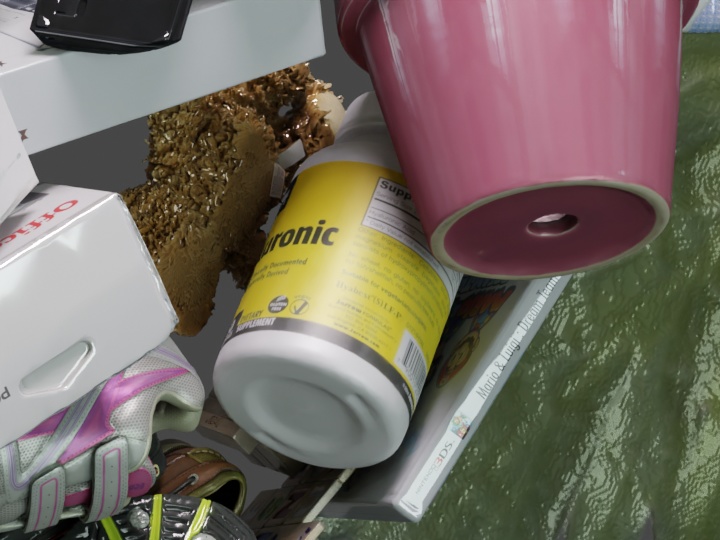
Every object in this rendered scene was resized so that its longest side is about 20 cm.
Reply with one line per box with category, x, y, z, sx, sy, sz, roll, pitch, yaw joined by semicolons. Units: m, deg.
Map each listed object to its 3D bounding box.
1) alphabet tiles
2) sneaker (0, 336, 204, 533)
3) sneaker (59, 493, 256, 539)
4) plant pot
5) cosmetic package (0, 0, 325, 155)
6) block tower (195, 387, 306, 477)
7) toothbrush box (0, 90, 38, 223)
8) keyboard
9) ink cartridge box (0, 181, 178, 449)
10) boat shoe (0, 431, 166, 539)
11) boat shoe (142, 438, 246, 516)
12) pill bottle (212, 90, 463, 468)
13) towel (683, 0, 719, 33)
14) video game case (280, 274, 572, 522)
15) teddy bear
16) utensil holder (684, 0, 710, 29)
alphabet tiles;-0.069;0.170;1.538;0.008;0.167;0.200;44;71;-10
sneaker;-0.155;0.095;1.434;0.088;0.081;0.200;41;64;9
sneaker;-0.150;0.182;1.485;0.199;0.076;0.076;-21;70;-10
plant pot;0.089;-0.101;1.447;0.199;0.200;0.180;12;61;-36
cosmetic package;-0.142;-0.123;1.442;0.199;0.151;0.052;-22;119;-32
block tower;-0.016;0.031;1.619;0.200;0.054;0.058;-52;121;-17
toothbrush box;-0.278;-0.071;1.321;0.085;0.199;0.147;-58;134;-58
keyboard;-0.128;-0.203;1.378;0.021;0.126;0.201;70;31;-67
ink cartridge box;-0.208;0.021;1.389;0.145;0.200;0.085;-34;115;-27
boat shoe;-0.190;0.140;1.499;0.201;0.074;0.063;-38;117;-25
boat shoe;-0.139;0.182;1.545;0.072;0.068;0.200;42;74;-34
pill bottle;0.000;0.000;1.521;0.111;0.111;0.201;46;49;-31
towel;0.248;-0.229;1.788;0.199;0.024;0.148;-4;100;-35
video game case;0.037;0.062;1.575;0.024;0.200;0.182;37;75;-15
teddy bear;-0.081;-0.054;1.562;0.145;0.067;0.201;41;68;-45
utensil holder;0.107;-0.233;1.598;0.200;0.170;0.170;38;75;-34
